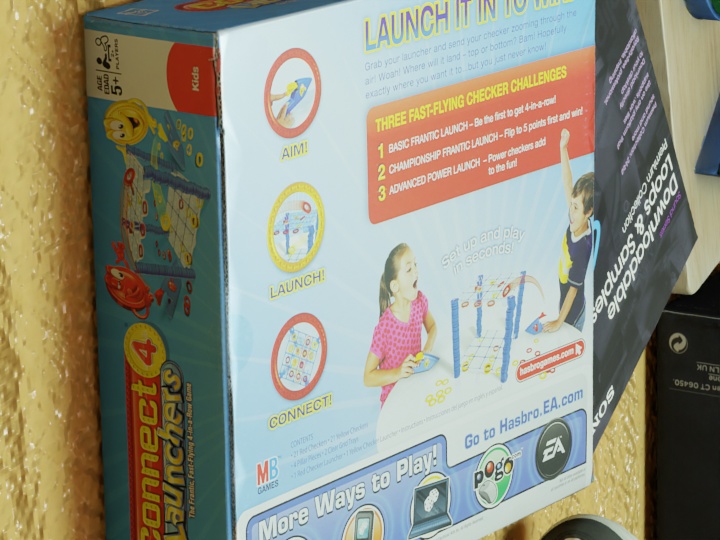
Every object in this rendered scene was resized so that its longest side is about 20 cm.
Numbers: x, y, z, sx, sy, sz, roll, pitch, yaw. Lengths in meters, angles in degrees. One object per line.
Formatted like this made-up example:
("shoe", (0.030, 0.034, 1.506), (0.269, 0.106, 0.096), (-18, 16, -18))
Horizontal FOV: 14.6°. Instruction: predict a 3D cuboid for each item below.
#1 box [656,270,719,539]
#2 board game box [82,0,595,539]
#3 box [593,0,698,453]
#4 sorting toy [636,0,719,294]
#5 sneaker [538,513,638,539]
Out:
("box", (0.229, 0.093, 1.329), (0.200, 0.123, 0.199), (-25, 117, -56))
("board game box", (0.000, 0.000, 0.920), (0.200, 0.056, 0.196), (-18, 113, -49))
("box", (0.078, -0.036, 1.110), (0.143, 0.036, 0.200), (-60, 145, -35))
("sorting toy", (0.192, -0.119, 1.266), (0.199, 0.069, 0.200), (-46, 136, -48))
("sneaker", (0.069, 0.190, 1.107), (0.088, 0.075, 0.201), (35, 66, -59))
